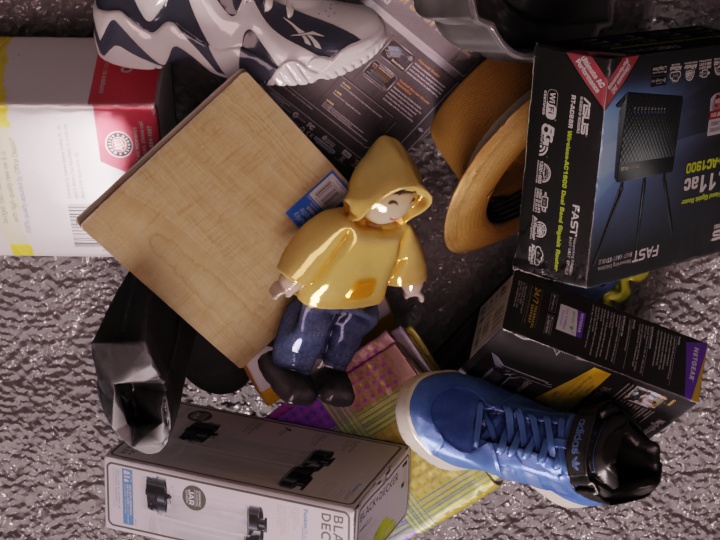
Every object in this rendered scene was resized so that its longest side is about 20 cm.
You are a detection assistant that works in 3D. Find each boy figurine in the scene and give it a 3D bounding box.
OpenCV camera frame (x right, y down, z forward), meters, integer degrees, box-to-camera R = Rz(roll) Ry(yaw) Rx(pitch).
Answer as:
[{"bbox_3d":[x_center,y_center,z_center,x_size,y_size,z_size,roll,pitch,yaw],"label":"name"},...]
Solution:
[{"bbox_3d":[0.000,0.000,1.394,0.124,0.064,0.200,8,121,-33],"label":"boy figurine"}]

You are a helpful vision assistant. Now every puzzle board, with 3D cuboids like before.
[{"bbox_3d":[-0.084,-0.033,1.369,0.151,0.017,0.200,-43,135,2],"label":"puzzle board"}]

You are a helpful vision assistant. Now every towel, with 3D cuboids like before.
[{"bbox_3d":[0.002,0.143,1.496,0.200,0.023,0.144,-35,94,28],"label":"towel"}]

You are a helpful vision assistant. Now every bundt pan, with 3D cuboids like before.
[{"bbox_3d":[0.091,-0.233,1.312,0.076,0.202,0.202,-1,125,44],"label":"bundt pan"}]

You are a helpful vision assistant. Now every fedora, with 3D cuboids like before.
[{"bbox_3d":[0.109,-0.101,1.396,0.082,0.200,0.201,47,112,18],"label":"fedora"}]

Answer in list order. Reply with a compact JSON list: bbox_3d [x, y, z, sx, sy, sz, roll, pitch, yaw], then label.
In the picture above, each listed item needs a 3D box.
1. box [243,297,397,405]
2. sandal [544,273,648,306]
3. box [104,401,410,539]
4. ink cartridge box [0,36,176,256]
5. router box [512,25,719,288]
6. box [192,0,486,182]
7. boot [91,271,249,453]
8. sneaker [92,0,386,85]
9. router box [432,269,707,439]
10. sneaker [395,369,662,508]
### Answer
[{"bbox_3d":[-0.057,-0.003,1.447,0.119,0.041,0.200,-31,132,-8],"label":"box"},{"bbox_3d":[0.189,-0.035,1.468,0.200,0.080,0.087,-44,106,11],"label":"sandal"},{"bbox_3d":[-0.075,0.159,1.455,0.199,0.117,0.060,9,111,18],"label":"box"},{"bbox_3d":[-0.233,-0.088,1.406,0.199,0.084,0.145,1,135,1],"label":"ink cartridge box"},{"bbox_3d":[0.189,-0.080,1.322,0.062,0.200,0.150,18,110,39],"label":"router box"},{"bbox_3d":[-0.020,-0.173,1.405,0.200,0.048,0.158,37,111,-18],"label":"box"},{"bbox_3d":[-0.134,0.068,1.443,0.065,0.200,0.165,-22,115,11],"label":"boot"},{"bbox_3d":[-0.081,-0.200,1.318,0.198,0.080,0.130,7,127,8],"label":"sneaker"},{"bbox_3d":[0.143,0.085,1.480,0.157,0.052,0.200,21,151,-11],"label":"router box"},{"bbox_3d":[0.128,0.117,1.403,0.200,0.077,0.111,27,155,-30],"label":"sneaker"}]
